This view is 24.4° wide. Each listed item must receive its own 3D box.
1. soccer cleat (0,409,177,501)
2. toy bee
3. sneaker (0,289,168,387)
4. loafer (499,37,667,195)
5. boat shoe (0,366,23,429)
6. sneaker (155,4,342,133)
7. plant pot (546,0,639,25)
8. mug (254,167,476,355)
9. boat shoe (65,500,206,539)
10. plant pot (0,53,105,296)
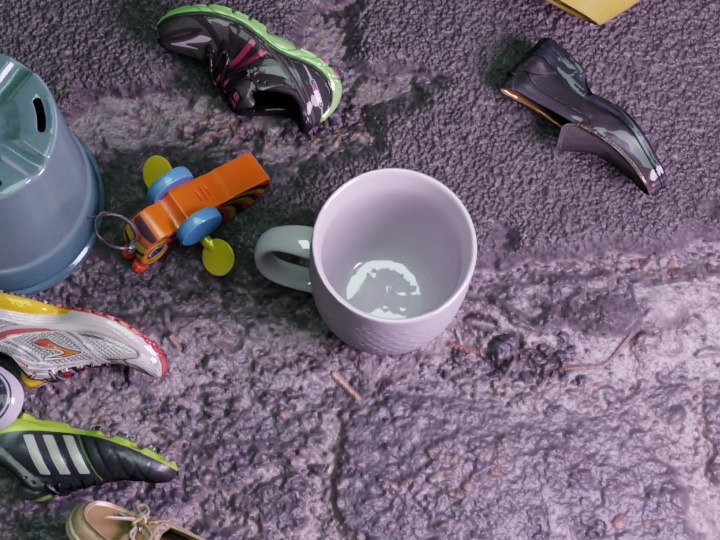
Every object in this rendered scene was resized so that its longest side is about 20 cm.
[{"bbox_3d":[-0.268,0.179,1.533,0.200,0.068,0.081,12,81,7],"label":"soccer cleat"},{"bbox_3d":[-0.188,-0.051,1.602,0.200,0.109,0.131,-3,61,-31],"label":"toy bee"},{"bbox_3d":[-0.277,0.076,1.564,0.200,0.078,0.082,11,79,8],"label":"sneaker"},{"bbox_3d":[0.224,-0.141,1.669,0.072,0.073,0.200,-40,69,-6],"label":"loafer"},{"bbox_3d":[-0.405,0.097,1.516,0.200,0.068,0.072,17,80,19],"label":"boat shoe"},{"bbox_3d":[-0.118,-0.201,1.658,0.200,0.077,0.084,25,68,6],"label":"sneaker"},{"bbox_3d":[0.232,-0.333,1.682,0.200,0.200,0.142,29,98,6],"label":"plant pot"},{"bbox_3d":[0.000,0.000,1.546,0.200,0.175,0.148,11,71,0],"label":"mug"},{"bbox_3d":[-0.168,0.255,1.497,0.200,0.063,0.073,27,34,-2],"label":"boat shoe"},{"bbox_3d":[-0.344,-0.097,1.546,0.200,0.196,0.200,1,71,-4],"label":"plant pot"}]
